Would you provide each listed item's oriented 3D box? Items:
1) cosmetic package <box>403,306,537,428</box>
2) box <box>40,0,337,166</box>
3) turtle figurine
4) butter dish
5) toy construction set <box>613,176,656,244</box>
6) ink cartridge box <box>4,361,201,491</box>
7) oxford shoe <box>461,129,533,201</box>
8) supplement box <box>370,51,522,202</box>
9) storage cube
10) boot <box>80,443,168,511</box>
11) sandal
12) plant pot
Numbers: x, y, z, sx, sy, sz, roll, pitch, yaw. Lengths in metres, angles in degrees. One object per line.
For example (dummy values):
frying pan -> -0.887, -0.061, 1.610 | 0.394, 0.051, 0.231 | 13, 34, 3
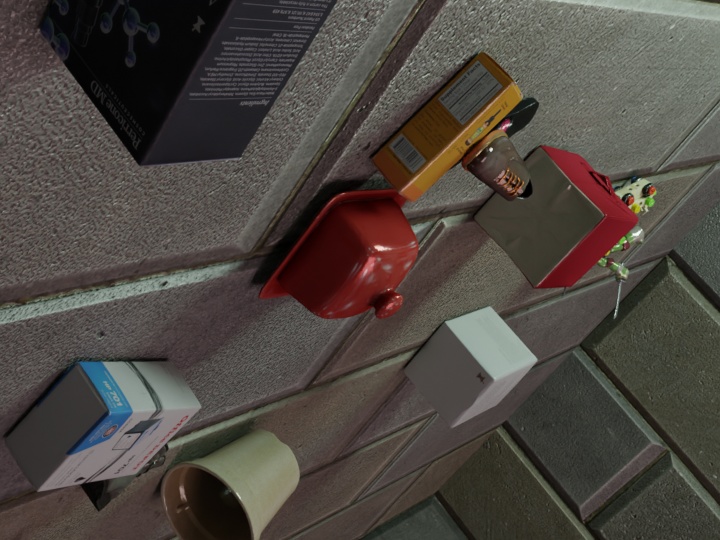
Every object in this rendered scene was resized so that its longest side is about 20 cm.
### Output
cosmetic package -> 0.238, 0.204, 2.244 | 0.199, 0.167, 0.168 | -13, 147, -54
box -> -0.116, -0.198, 0.740 | 0.107, 0.149, 0.200 | -13, 147, -51
turtle figurine -> 0.542, -0.024, 2.352 | 0.193, 0.201, 0.144 | -35, -165, -26
butter dish -> 0.000, 0.000, 1.388 | 0.199, 0.148, 0.200 | -9, 143, -55
toy construction set -> 0.572, -0.128, 2.248 | 0.200, 0.092, 0.132 | -36, 137, -35
ink cartridge box -> -0.318, 0.190, 1.310 | 0.146, 0.086, 0.200 | -45, 159, 14
oxford shoe -> 0.195, -0.138, 1.415 | 0.071, 0.073, 0.200 | -45, 162, 16
supplement box -> 0.110, -0.180, 1.323 | 0.200, 0.069, 0.066 | -41, 162, 8
storage cube -> 0.333, -0.090, 1.775 | 0.200, 0.171, 0.179 | -48, 158, 23
boot -> -0.336, 0.268, 1.491 | 0.130, 0.068, 0.200 | -35, 168, -24
sandal -> 0.191, -0.188, 1.484 | 0.199, 0.045, 0.075 | -30, 159, -27
plant pot -> -0.208, 0.375, 1.794 | 0.183, 0.200, 0.201 | -34, 163, -51
